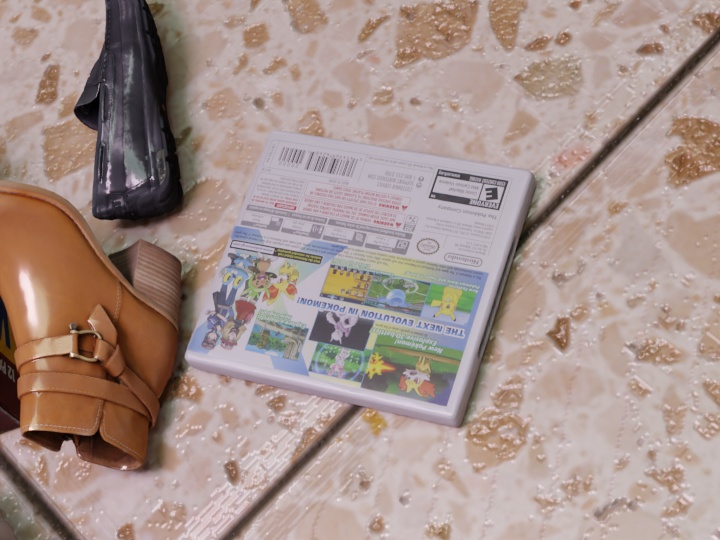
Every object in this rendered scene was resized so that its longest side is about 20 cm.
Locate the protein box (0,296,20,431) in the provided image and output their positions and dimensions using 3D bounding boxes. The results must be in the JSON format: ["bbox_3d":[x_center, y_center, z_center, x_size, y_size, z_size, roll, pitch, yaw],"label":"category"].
[{"bbox_3d":[-0.363,0.028,1.144,0.199,0.135,0.200,-19,59,9],"label":"protein box"}]

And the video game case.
[{"bbox_3d":[0.000,0.000,1.105,0.199,0.022,0.183,11,68,22],"label":"video game case"}]

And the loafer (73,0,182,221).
[{"bbox_3d":[-0.177,-0.128,1.201,0.070,0.068,0.202,-11,64,2],"label":"loafer"}]

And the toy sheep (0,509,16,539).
[{"bbox_3d":[-0.280,0.197,1.036,0.137,0.138,0.200,-31,55,1],"label":"toy sheep"}]

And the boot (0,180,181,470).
[{"bbox_3d":[-0.212,0.037,1.073,0.077,0.199,0.156,-25,49,45],"label":"boot"}]
